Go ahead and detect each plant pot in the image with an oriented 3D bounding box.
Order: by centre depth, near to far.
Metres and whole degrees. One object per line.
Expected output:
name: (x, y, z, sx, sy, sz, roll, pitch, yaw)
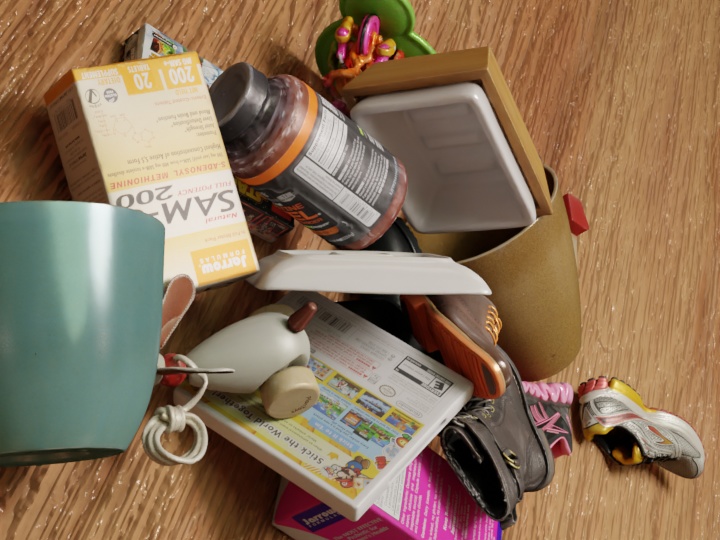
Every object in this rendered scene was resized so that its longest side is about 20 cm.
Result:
plant pot: (-0.233, 0.054, 0.979, 0.199, 0.199, 0.164, 6, 74, -47)
plant pot: (0.163, 0.016, 1.497, 0.202, 0.184, 0.187, 62, 33, -27)

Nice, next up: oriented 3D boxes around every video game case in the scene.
video game case: (-0.030, 0.107, 1.190, 0.199, 0.023, 0.182, 29, 46, 23)

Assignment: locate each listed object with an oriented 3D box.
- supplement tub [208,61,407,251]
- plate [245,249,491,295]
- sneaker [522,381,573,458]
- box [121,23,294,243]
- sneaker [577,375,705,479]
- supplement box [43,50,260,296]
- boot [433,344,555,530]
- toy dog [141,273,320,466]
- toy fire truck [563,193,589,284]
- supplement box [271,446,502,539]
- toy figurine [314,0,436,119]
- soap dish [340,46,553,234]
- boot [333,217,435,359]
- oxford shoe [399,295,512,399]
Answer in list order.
supplement tub: (-0.055, -0.108, 1.266, 0.199, 0.106, 0.108, 35, 44, -34)
plate: (0.000, 0.000, 1.223, 0.196, 0.200, 0.033, 1, 92, -9)
sneaker: (0.170, 0.170, 1.479, 0.198, 0.078, 0.097, 6, 74, -46)
box: (-0.145, -0.129, 1.315, 0.199, 0.040, 0.139, 29, 48, -35)
sneaker: (0.334, 0.208, 1.648, 0.199, 0.078, 0.083, 29, 51, -23)
supplement box: (-0.178, -0.075, 1.171, 0.125, 0.073, 0.203, -15, 87, -36)
boot: (0.111, 0.139, 1.283, 0.201, 0.069, 0.174, 58, 18, 14)
toy dog: (-0.109, 0.061, 1.109, 0.199, 0.097, 0.132, -19, 59, -44)
toy fire truck: (0.229, -0.011, 1.673, 0.140, 0.048, 0.203, 22, 52, -41)
supplement box: (0.029, 0.220, 1.248, 0.199, 0.101, 0.104, 39, 42, -26)
toy figurine: (-0.005, -0.161, 1.410, 0.148, 0.201, 0.186, 13, 57, 11)
soap dish: (0.091, -0.128, 1.354, 0.201, 0.155, 0.082, 58, 39, -41)
boot: (0.003, 0.038, 1.360, 0.162, 0.073, 0.201, -12, 81, -52)
oxford shoe: (0.101, 0.053, 1.264, 0.200, 0.072, 0.072, -133, -157, -60)
